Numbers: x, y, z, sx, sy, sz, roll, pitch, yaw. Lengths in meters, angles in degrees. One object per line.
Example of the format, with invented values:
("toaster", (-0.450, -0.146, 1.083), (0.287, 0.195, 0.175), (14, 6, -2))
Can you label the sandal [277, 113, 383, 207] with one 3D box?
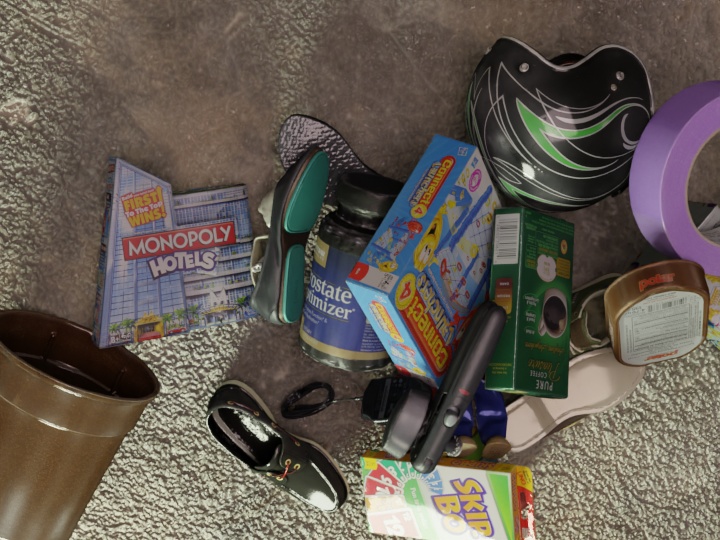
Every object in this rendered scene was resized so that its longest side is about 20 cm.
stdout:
("sandal", (-0.017, -0.104, 1.631), (0.199, 0.043, 0.076), (37, 98, -20))

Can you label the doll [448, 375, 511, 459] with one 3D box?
("doll", (0.132, 0.113, 1.622), (0.134, 0.049, 0.203), (2, 60, -9))

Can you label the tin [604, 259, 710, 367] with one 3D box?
("tin", (0.324, 0.051, 1.558), (0.110, 0.201, 0.042), (-10, 62, 7))

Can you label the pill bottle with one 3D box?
("pill bottle", (0.000, 0.000, 1.587), (0.110, 0.112, 0.203), (8, 107, -8))

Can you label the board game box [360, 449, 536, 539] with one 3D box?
("board game box", (0.097, 0.255, 1.586), (0.197, 0.030, 0.097), (2, 109, 23))

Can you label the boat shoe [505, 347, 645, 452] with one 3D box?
("boat shoe", (0.241, 0.150, 1.681), (0.198, 0.060, 0.072), (-30, 87, -4))

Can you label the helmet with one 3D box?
("helmet", (0.211, -0.165, 1.576), (0.188, 0.200, 0.203), (-12, 98, -12))

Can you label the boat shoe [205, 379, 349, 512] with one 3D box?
("boat shoe", (-0.097, 0.213, 1.635), (0.201, 0.063, 0.074), (43, 114, -9))

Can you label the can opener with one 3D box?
("can opener", (0.101, 0.125, 1.523), (0.078, 0.063, 0.202), (28, 98, -24))

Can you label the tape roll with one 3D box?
("tape roll", (0.390, -0.099, 1.539), (0.197, 0.066, 0.203), (-7, 107, -21))

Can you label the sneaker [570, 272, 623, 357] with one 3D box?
("sneaker", (0.241, 0.067, 1.654), (0.198, 0.090, 0.068), (-30, 101, -3))

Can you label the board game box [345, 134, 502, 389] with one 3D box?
("board game box", (0.084, -0.007, 1.551), (0.055, 0.201, 0.197), (19, 67, 31))

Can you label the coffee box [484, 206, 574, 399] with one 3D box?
("coffee box", (0.189, 0.038, 1.583), (0.043, 0.122, 0.203), (-2, 82, 37))

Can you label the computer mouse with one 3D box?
("computer mouse", (-0.003, 0.153, 1.617), (0.034, 0.198, 0.059), (48, 47, -43))

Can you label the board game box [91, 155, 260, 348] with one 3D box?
("board game box", (-0.211, -0.033, 1.581), (0.197, 0.062, 0.203), (-10, 99, -18))

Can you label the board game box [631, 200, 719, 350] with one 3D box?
("board game box", (0.433, 0.026, 1.667), (0.200, 0.103, 0.105), (43, 88, -10))

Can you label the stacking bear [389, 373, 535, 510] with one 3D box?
("stacking bear", (0.095, 0.205, 1.649), (0.113, 0.121, 0.201), (-32, 91, -7))

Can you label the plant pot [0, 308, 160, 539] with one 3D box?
("plant pot", (-0.347, 0.176, 1.550), (0.198, 0.200, 0.200), (24, 101, -9))

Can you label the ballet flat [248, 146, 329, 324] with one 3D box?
("ballet flat", (-0.087, -0.042, 1.582), (0.072, 0.073, 0.203), (10, 98, -8))
